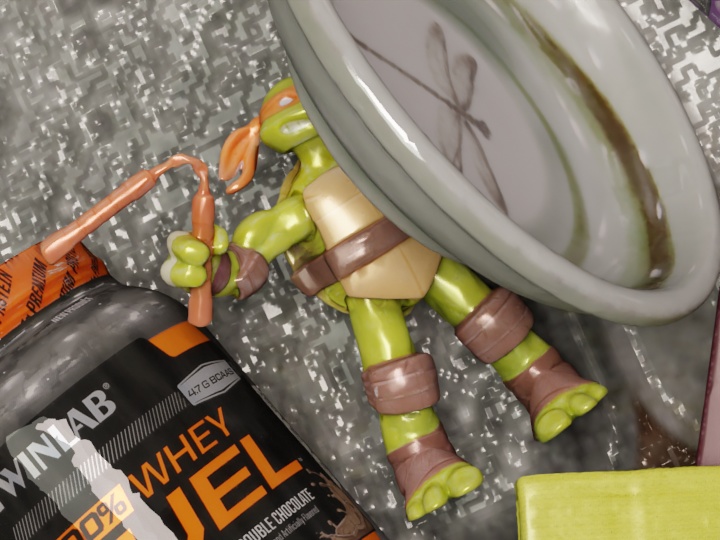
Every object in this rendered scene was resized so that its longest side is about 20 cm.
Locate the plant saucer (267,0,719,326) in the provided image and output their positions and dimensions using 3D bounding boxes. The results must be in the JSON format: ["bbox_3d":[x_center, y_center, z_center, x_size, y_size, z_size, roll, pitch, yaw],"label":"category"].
[{"bbox_3d":[0.030,-0.058,0.847,0.050,0.200,0.200,-39,83,27],"label":"plant saucer"}]

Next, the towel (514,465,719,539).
[{"bbox_3d":[0.095,0.162,0.846,0.086,0.018,0.201,-2,79,-8],"label":"towel"}]

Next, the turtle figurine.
[{"bbox_3d":[0.000,0.000,0.911,0.200,0.064,0.162,-30,90,-27],"label":"turtle figurine"}]

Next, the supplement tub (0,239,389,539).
[{"bbox_3d":[-0.068,0.093,0.915,0.122,0.122,0.200,-44,82,10],"label":"supplement tub"}]

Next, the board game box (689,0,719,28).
[{"bbox_3d":[0.156,-0.120,0.866,0.120,0.032,0.200,-43,67,-5],"label":"board game box"}]

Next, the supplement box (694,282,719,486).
[{"bbox_3d":[0.171,0.022,0.889,0.108,0.061,0.201,9,94,13],"label":"supplement box"}]
